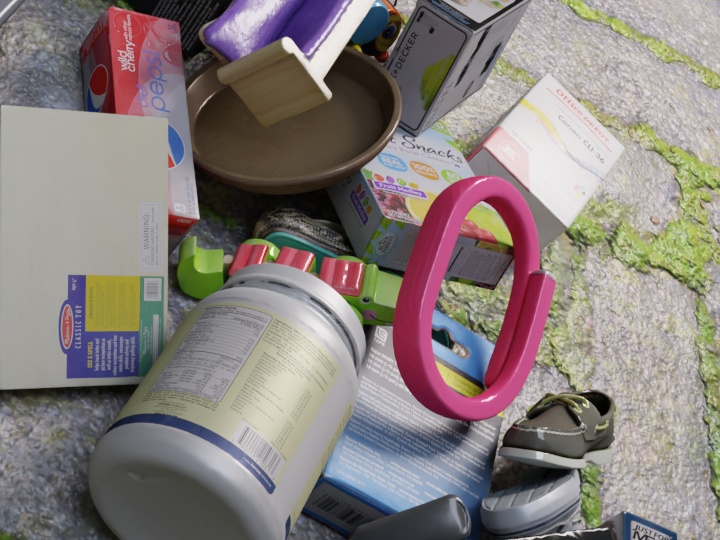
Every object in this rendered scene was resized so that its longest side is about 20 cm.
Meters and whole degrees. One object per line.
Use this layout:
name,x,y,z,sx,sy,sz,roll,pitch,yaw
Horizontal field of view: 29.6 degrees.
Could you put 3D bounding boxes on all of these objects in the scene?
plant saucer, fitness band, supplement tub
plant saucer,-0.063,-0.131,1.168,0.198,0.030,0.201,-2,45,2
fitness band,0.093,0.022,1.090,0.143,0.037,0.201,36,64,-38
supplement tub,-0.087,0.105,0.971,0.145,0.145,0.200,38,46,-8

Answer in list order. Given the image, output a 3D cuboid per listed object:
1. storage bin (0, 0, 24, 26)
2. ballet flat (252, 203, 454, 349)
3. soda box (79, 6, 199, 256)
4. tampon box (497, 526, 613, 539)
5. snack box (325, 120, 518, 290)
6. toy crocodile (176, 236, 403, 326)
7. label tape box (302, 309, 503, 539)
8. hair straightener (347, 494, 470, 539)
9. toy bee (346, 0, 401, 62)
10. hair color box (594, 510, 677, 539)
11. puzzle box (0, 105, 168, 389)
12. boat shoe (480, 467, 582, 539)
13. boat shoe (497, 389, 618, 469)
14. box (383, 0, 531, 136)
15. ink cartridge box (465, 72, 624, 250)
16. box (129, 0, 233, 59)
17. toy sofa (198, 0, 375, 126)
storage bin,-0.333,-0.222,1.033,0.134,0.145,0.201,42,45,-18
ballet flat,0.000,0.000,1.168,0.199,0.068,0.075,30,33,-12
soda box,-0.181,-0.115,1.111,0.070,0.063,0.201,9,57,-31
tampon box,0.083,0.274,0.975,0.199,0.150,0.127,2,60,-35
snack box,0.039,-0.075,1.205,0.141,0.053,0.201,13,33,-30
toy crocodile,-0.049,0.010,1.087,0.198,0.062,0.068,10,48,7
label tape box,0.038,0.127,1.103,0.144,0.063,0.201,32,47,-15
hair straightener,-0.015,0.199,0.969,0.198,0.077,0.041,-11,75,-10
toy bee,0.000,-0.230,1.303,0.198,0.109,0.132,-8,55,-7
hair color box,0.199,0.304,1.074,0.060,0.100,0.201,25,49,-18
puzzle box,-0.204,-0.015,0.990,0.132,0.025,0.202,1,88,-36
boat shoe,0.149,0.199,1.082,0.200,0.073,0.067,-3,79,-69
boat shoe,0.168,0.131,1.140,0.201,0.072,0.061,9,91,-64
box,0.087,-0.212,1.295,0.060,0.117,0.200,34,28,8
ink cartridge box,0.187,-0.118,1.373,0.116,0.067,0.200,44,45,-3
box,-0.170,-0.312,1.221,0.200,0.106,0.122,45,46,-2
toy sofa,-0.044,-0.224,1.148,0.098,0.082,0.201,52,47,-25
